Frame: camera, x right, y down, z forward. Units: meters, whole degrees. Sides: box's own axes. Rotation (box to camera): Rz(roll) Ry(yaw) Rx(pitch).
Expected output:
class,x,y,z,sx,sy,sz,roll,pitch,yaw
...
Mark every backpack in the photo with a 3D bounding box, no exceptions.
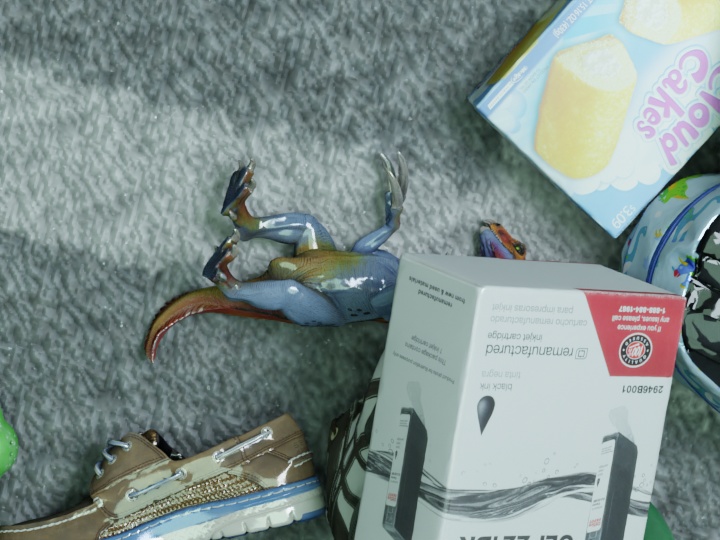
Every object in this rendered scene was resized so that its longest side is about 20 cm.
class,x,y,z,sx,sy,sz,roll,pitch,yaw
backpack,0.243,0.024,1.356,0.199,0.154,0.164,19,97,-38

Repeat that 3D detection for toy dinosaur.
class,x,y,z,sx,sy,sz,roll,pitch,yaw
toy dinosaur,0.000,0.000,1.390,0.181,0.106,0.200,25,139,-21

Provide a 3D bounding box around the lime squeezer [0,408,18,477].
class,x,y,z,sx,sy,sz,roll,pitch,yaw
lime squeezer,-0.247,0.116,1.396,0.070,0.038,0.201,29,97,-6

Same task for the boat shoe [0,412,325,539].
class,x,y,z,sx,sy,sz,roll,pitch,yaw
boat shoe,-0.124,0.131,1.393,0.198,0.072,0.073,-12,85,-2

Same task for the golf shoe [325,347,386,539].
class,x,y,z,sx,sy,sz,roll,pitch,yaw
golf shoe,0.015,0.091,1.359,0.077,0.094,0.201,-2,119,-32

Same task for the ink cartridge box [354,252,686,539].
class,x,y,z,sx,sy,sz,roll,pitch,yaw
ink cartridge box,0.084,0.100,1.286,0.143,0.084,0.202,3,102,-33

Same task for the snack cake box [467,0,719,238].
class,x,y,z,sx,sy,sz,roll,pitch,yaw
snack cake box,0.171,-0.132,1.363,0.115,0.067,0.200,42,95,-7

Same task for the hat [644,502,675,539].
class,x,y,z,sx,sy,sz,roll,pitch,yaw
hat,0.128,0.241,1.440,0.164,0.176,0.201,-1,62,17
